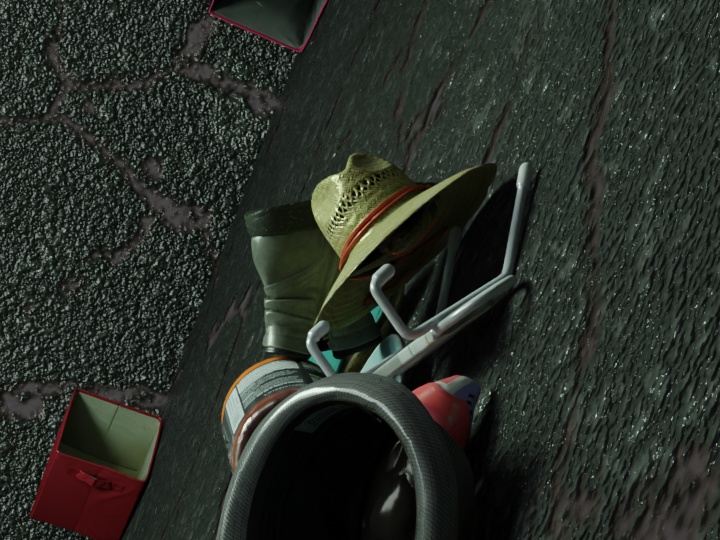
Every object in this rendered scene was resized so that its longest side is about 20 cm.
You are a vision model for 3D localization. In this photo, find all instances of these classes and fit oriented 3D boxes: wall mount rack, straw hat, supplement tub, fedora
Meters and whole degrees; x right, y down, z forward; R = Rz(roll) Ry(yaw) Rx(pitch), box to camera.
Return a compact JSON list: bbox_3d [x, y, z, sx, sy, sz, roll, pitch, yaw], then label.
[{"bbox_3d":[0.056,0.011,1.214,0.173,0.075,0.200,-31,-6,-33],"label":"wall mount rack"},{"bbox_3d":[0.008,-0.043,1.282,0.201,0.085,0.201,-40,-11,-10],"label":"straw hat"},{"bbox_3d":[-0.055,0.127,1.323,0.200,0.106,0.107,-137,70,-80],"label":"supplement tub"},{"bbox_3d":[0.003,0.162,1.031,0.176,0.090,0.201,19,96,40],"label":"fedora"}]

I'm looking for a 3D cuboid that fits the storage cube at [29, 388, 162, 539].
[{"bbox_3d":[-0.472,0.353,3.011,0.200,0.170,0.180,-84,17,-55],"label":"storage cube"}]

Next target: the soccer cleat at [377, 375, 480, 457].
[{"bbox_3d":[0.027,0.154,1.142,0.076,0.067,0.201,-32,-28,-48],"label":"soccer cleat"}]

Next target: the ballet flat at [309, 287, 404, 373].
[{"bbox_3d":[-0.004,0.052,1.489,0.071,0.070,0.201,-86,21,-61],"label":"ballet flat"}]

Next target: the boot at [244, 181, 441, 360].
[{"bbox_3d":[0.000,0.000,1.384,0.068,0.199,0.131,-2,99,66],"label":"boot"}]

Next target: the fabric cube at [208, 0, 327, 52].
[{"bbox_3d":[-0.147,-0.573,3.160,0.200,0.195,0.200,122,167,-46],"label":"fabric cube"}]

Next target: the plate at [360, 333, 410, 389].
[{"bbox_3d":[0.002,0.148,1.348,0.200,0.025,0.201,-159,90,-80],"label":"plate"}]
